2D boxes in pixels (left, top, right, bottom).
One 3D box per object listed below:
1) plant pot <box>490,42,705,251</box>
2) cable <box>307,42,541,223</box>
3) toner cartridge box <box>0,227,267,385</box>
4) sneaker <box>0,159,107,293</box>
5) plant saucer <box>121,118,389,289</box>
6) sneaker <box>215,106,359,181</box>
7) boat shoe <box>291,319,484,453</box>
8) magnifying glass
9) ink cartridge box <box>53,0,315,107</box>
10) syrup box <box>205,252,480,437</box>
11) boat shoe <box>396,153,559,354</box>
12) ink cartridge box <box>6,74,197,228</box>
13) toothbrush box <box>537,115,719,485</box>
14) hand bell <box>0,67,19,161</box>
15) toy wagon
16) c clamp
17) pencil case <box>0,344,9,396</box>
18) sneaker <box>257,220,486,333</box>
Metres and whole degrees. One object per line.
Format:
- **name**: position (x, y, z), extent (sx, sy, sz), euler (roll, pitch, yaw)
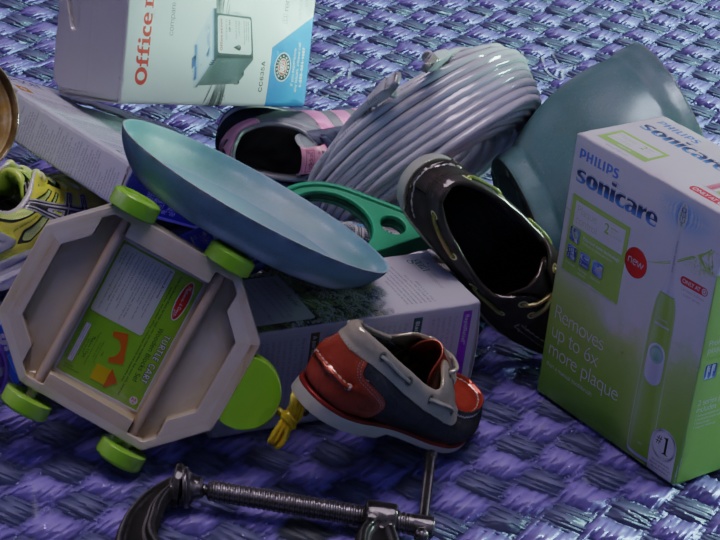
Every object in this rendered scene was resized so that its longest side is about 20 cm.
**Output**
- **plant pot**: position (0.180, -0.053, 1.689), extent (0.133, 0.201, 0.201), euler (-22, 31, -6)
- **cable**: position (0.052, -0.097, 1.720), extent (0.199, 0.200, 0.069), euler (-23, 74, -48)
- **toner cartridge box**: position (-0.151, 0.015, 1.541), extent (0.199, 0.095, 0.043), euler (-25, 84, -47)
- **sneaker**: position (-0.236, -0.045, 1.660), extent (0.075, 0.077, 0.200), euler (16, 25, 22)
- **plant saucer**: position (-0.074, -0.039, 1.471), extent (0.199, 0.028, 0.200), euler (29, 8, -4)
- **sneaker**: position (-0.021, -0.096, 1.834), extent (0.198, 0.071, 0.082), euler (-1, 20, 1)
- **boat shoe**: position (0.030, 0.071, 1.441), extent (0.071, 0.063, 0.200), euler (43, 15, 29)
- **magnifying glass**: position (0.029, -0.027, 1.601), extent (0.198, 0.022, 0.080), euler (2, 42, -19)
- **ink cartridge box**: position (-0.134, -0.206, 1.769), extent (0.086, 0.148, 0.199), euler (15, 13, 42)
- **syrup box**: position (-0.024, 0.048, 1.522), extent (0.199, 0.082, 0.079), euler (-7, 31, -28)
- **boat shoe**: position (0.105, 0.000, 1.570), extent (0.201, 0.072, 0.061), euler (43, -3, -25)
- **ink cartridge box**: position (-0.167, -0.081, 1.719), extent (0.196, 0.044, 0.200), euler (15, 12, -47)
- **toothbrush box**: position (0.208, 0.018, 1.511), extent (0.086, 0.201, 0.145), euler (-12, 33, -36)
- **hand bell**: position (-0.324, -0.089, 1.657), extent (0.103, 0.105, 0.200), euler (-4, -12, -22)
- **toy wagon**: position (-0.126, 0.048, 1.410), extent (0.199, 0.156, 0.040), euler (29, 6, -8)
- **c clamp**: position (-0.048, 0.157, 1.365), extent (0.198, 0.027, 0.171), euler (7, 31, -5)
- **pencil case**: position (-0.316, 0.038, 1.453), extent (0.199, 0.086, 0.084), euler (25, 73, 35)
- **sneaker**: position (0.000, 0.000, 1.652), extent (0.199, 0.078, 0.086), euler (19, 20, 2)
